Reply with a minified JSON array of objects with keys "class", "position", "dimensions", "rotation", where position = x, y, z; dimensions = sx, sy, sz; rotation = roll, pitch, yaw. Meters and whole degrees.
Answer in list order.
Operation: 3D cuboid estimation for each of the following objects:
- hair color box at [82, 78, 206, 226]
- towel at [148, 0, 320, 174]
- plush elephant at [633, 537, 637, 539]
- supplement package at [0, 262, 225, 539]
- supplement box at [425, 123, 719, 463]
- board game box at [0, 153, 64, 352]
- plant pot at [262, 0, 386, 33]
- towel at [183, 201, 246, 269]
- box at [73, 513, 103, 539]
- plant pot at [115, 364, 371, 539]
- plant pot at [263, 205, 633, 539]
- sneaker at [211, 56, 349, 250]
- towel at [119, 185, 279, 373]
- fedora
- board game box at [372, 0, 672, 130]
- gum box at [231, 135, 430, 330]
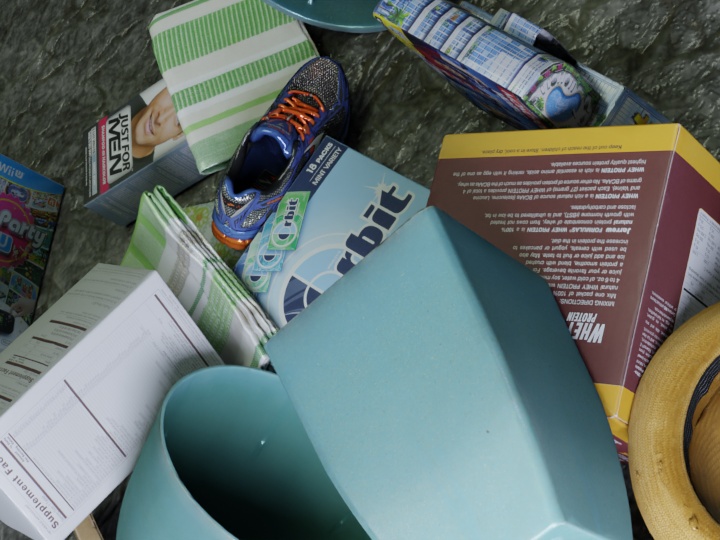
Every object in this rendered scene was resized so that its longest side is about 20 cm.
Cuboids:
[{"class":"hair color box","position":[-0.193,-0.136,1.386],"dimensions":[0.199,0.061,0.099],"rotation":[-28,53,27]},{"class":"towel","position":[-0.112,-0.194,1.309],"dimensions":[0.152,0.023,0.201],"rotation":[-22,60,-5]},{"class":"plush elephant","position":[0.141,0.237,0.861],"dimensions":[0.200,0.164,0.155],"rotation":[-65,-6,-51]},{"class":"supplement package","position":[-0.225,0.102,1.084],"dimensions":[0.200,0.114,0.109],"rotation":[-45,27,-25]},{"class":"supplement box","position":[0.147,0.019,0.960],"dimensions":[0.197,0.133,0.201],"rotation":[2,70,41]},{"class":"board game box","position":[-0.413,-0.024,1.459],"dimensions":[0.064,0.147,0.201],"rotation":[-7,65,40]},{"class":"plant pot","position":[-0.008,-0.358,1.257],"dimensions":[0.199,0.200,0.197],"rotation":[-4,58,39]},{"class":"towel","position":[-0.131,0.017,1.266],"dimensions":[0.199,0.048,0.172],"rotation":[-8,62,38]},{"class":"box","position":[-0.231,0.237,1.175],"dimensions":[0.021,0.164,0.200],"rotation":[-24,45,-15]},{"class":"plant pot","position":[-0.095,0.199,1.046],"dimensions":[0.161,0.200,0.201],"rotation":[-55,42,30]},{"class":"plant pot","position":[0.064,0.098,0.801],"dimensions":[0.141,0.141,0.201],"rotation":[-40,49,18]},{"class":"sneaker","position":[-0.065,-0.111,1.200],"dimensions":[0.075,0.079,0.201],"rotation":[23,66,9]},{"class":"towel","position":[-0.147,0.045,1.172],"dimensions":[0.200,0.031,0.150],"rotation":[49,133,24]},{"class":"fedora","position":[0.258,0.114,0.833],"dimensions":[0.199,0.082,0.202],"rotation":[-5,65,11]},{"class":"board game box","position":[0.137,-0.141,1.037],"dimensions":[0.200,0.200,0.062],"rotation":[34,94,31]},{"class":"gum box","position":[0.000,0.000,1.127],"dimensions":[0.200,0.045,0.170],"rotation":[31,84,37]}]
